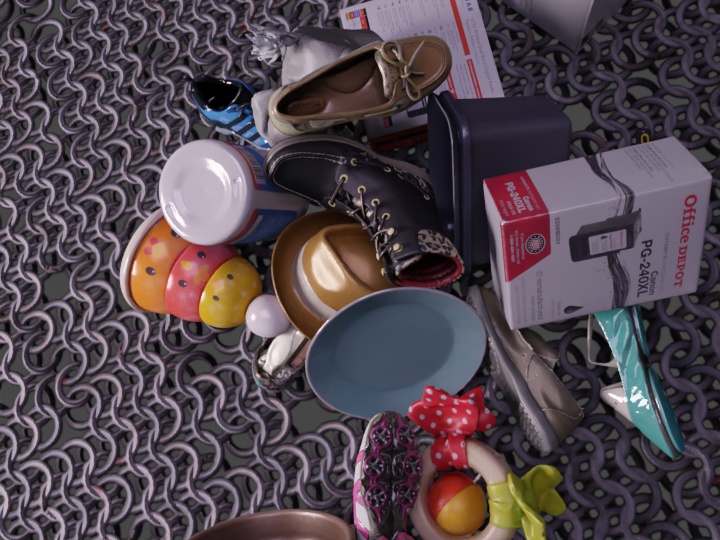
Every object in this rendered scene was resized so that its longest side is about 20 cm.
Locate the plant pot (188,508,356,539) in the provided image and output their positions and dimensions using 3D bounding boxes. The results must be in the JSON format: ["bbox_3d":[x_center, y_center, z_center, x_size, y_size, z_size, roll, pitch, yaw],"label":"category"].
[{"bbox_3d":[-0.094,0.366,0.670,0.200,0.200,0.175,-6,92,9],"label":"plant pot"}]

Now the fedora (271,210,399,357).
[{"bbox_3d":[0.000,0.000,0.750,0.200,0.082,0.201,10,61,-18],"label":"fedora"}]

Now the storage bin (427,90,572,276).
[{"bbox_3d":[0.153,-0.106,0.744,0.134,0.200,0.146,-8,35,-3],"label":"storage bin"}]

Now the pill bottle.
[{"bbox_3d":[-0.133,-0.088,0.767,0.112,0.200,0.112,1,94,17],"label":"pill bottle"}]

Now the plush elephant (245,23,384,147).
[{"bbox_3d":[-0.046,-0.194,0.770,0.200,0.155,0.165,-3,36,-30],"label":"plush elephant"}]

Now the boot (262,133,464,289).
[{"bbox_3d":[0.007,-0.061,0.678,0.203,0.074,0.154,10,41,-27],"label":"boot"}]

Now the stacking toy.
[{"bbox_3d":[-0.165,0.017,0.775,0.200,0.146,0.146,25,81,19],"label":"stacking toy"}]

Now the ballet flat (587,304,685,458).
[{"bbox_3d":[0.293,0.109,0.726,0.070,0.067,0.200,-21,71,30],"label":"ballet flat"}]

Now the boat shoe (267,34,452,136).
[{"bbox_3d":[0.004,-0.185,0.664,0.200,0.063,0.073,-24,100,-4],"label":"boat shoe"}]

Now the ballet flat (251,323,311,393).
[{"bbox_3d":[-0.060,0.063,0.792,0.072,0.072,0.200,36,84,17],"label":"ballet flat"}]

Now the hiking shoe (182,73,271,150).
[{"bbox_3d":[-0.136,-0.201,0.864,0.200,0.087,0.074,16,79,14],"label":"hiking shoe"}]

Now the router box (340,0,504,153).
[{"bbox_3d":[0.079,-0.271,0.863,0.179,0.049,0.200,-13,74,7],"label":"router box"}]

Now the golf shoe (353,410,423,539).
[{"bbox_3d":[0.020,0.254,0.712,0.073,0.092,0.200,5,79,-22],"label":"golf shoe"}]

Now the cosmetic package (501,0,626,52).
[{"bbox_3d":[0.254,-0.420,0.811,0.200,0.165,0.165,41,87,17],"label":"cosmetic package"}]

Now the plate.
[{"bbox_3d":[0.039,0.090,0.720,0.200,0.200,0.026,-20,38,5],"label":"plate"}]

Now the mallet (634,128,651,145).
[{"bbox_3d":[0.331,-0.076,0.777,0.066,0.041,0.200,-6,70,6],"label":"mallet"}]

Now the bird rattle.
[{"bbox_3d":[0.112,0.229,0.705,0.200,0.113,0.163,40,102,20],"label":"bird rattle"}]

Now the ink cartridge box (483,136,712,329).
[{"bbox_3d":[0.237,-0.035,0.669,0.200,0.145,0.083,-12,37,3],"label":"ink cartridge box"}]

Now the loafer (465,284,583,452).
[{"bbox_3d":[0.183,0.102,0.743,0.070,0.075,0.200,-23,75,-10],"label":"loafer"}]
